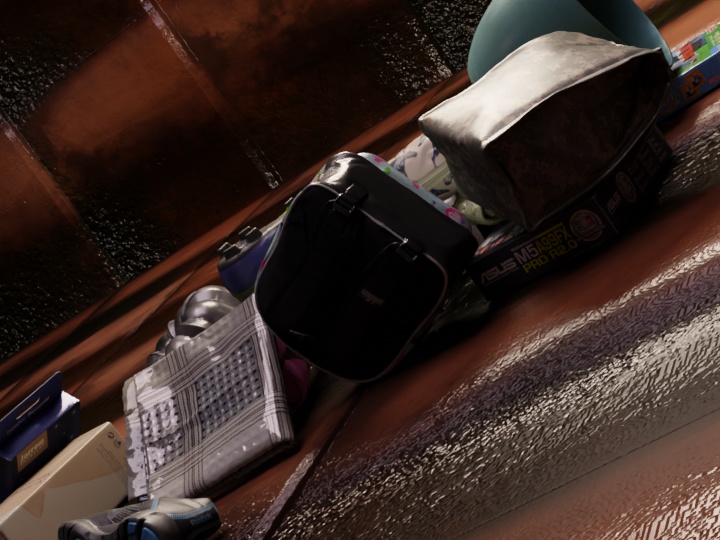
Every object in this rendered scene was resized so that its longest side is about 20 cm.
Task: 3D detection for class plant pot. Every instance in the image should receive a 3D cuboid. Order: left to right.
[{"bbox_3d":[0.215,-0.238,1.852,0.161,0.201,0.201,-47,4,24],"label":"plant pot"}]

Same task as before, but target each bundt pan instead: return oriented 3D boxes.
[{"bbox_3d":[-0.195,0.100,1.934,0.202,0.076,0.202,-54,11,16],"label":"bundt pan"}]

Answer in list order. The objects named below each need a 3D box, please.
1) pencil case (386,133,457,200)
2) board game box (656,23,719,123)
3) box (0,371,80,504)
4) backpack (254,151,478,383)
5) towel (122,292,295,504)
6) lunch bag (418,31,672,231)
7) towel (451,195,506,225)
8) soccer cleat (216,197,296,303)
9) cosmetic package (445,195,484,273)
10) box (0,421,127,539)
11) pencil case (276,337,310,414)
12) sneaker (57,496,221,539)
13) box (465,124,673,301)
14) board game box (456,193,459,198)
[{"bbox_3d":[0.101,-0.124,1.735,0.200,0.078,0.089,-37,25,24],"label":"pencil case"},{"bbox_3d":[0.332,-0.199,1.909,0.200,0.037,0.151,-34,10,15],"label":"board game box"},{"bbox_3d":[-0.366,0.222,1.911,0.121,0.032,0.200,-44,-30,-44],"label":"box"},{"bbox_3d":[0.000,0.000,1.611,0.200,0.178,0.151,-60,-6,34],"label":"backpack"},{"bbox_3d":[-0.157,0.136,1.652,0.200,0.035,0.193,-34,46,22],"label":"towel"},{"bbox_3d":[0.181,-0.143,1.571,0.200,0.118,0.164,-37,23,-9],"label":"lunch bag"},{"bbox_3d":[0.184,-0.110,1.721,0.200,0.036,0.148,-37,7,-9],"label":"towel"},{"bbox_3d":[-0.051,-0.033,1.718,0.200,0.084,0.065,-33,13,-8],"label":"soccer cleat"},{"bbox_3d":[0.031,0.004,1.850,0.200,0.074,0.102,-29,11,22],"label":"cosmetic package"},{"bbox_3d":[-0.330,0.258,1.819,0.095,0.078,0.200,-29,11,40],"label":"box"},{"bbox_3d":[-0.092,0.061,1.755,0.200,0.091,0.094,-82,10,-46],"label":"pencil case"},{"bbox_3d":[-0.201,0.244,1.513,0.082,0.073,0.200,-21,4,-40],"label":"sneaker"},{"bbox_3d":[0.204,-0.061,1.639,0.160,0.044,0.200,-30,10,36],"label":"box"},{"bbox_3d":[0.072,-0.086,1.943,0.200,0.056,0.196,-27,-10,-2],"label":"board game box"}]
